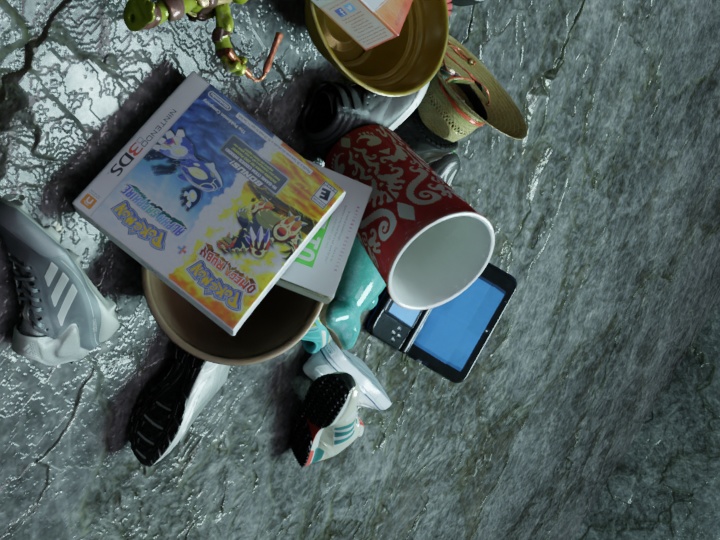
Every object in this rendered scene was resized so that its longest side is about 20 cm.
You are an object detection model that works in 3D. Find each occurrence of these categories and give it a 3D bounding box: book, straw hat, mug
[{"bbox_3d":[-0.102,-0.064,0.889,0.048,0.199,0.134,138,-28,-76],"label":"book"},{"bbox_3d":[0.124,-0.223,1.127,0.085,0.201,0.201,-42,155,29],"label":"straw hat"},{"bbox_3d":[0.046,-0.055,0.987,0.133,0.200,0.178,-22,139,-15],"label":"mug"}]

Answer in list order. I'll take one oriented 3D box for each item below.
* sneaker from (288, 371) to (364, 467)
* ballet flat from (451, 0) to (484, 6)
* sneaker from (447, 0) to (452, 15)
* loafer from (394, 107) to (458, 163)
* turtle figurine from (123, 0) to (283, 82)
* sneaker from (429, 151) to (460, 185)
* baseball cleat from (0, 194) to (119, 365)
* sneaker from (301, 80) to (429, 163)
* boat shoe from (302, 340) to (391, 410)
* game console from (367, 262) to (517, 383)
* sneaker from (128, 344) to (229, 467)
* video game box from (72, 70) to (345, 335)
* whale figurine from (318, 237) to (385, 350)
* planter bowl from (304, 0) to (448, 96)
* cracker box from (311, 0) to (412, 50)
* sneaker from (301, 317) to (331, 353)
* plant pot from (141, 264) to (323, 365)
[{"bbox_3d":[-0.032,0.208,1.220,0.093,0.070,0.200,-6,140,-35],"label":"sneaker"},{"bbox_3d":[0.119,-0.409,1.051,0.068,0.068,0.200,-57,145,-10],"label":"ballet flat"},{"bbox_3d":[0.058,-0.360,0.999,0.082,0.078,0.200,-44,141,-23],"label":"sneaker"},{"bbox_3d":[0.060,-0.171,1.147,0.071,0.073,0.200,-38,168,37],"label":"loafer"},{"bbox_3d":[-0.155,-0.276,0.792,0.161,0.064,0.201,-18,107,-49],"label":"turtle figurine"},{"bbox_3d":[0.104,-0.080,1.238,0.077,0.084,0.201,15,100,-55],"label":"sneaker"},{"bbox_3d":[-0.301,0.025,0.800,0.107,0.070,0.200,-48,142,-20],"label":"baseball cleat"},{"bbox_3d":[0.008,-0.213,1.017,0.200,0.071,0.099,-51,145,4],"label":"sneaker"},{"bbox_3d":[-0.023,0.165,1.267,0.067,0.074,0.200,-37,136,4],"label":"boat shoe"},{"bbox_3d":[0.132,0.053,1.334,0.200,0.118,0.171,-61,146,-4],"label":"game console"},{"bbox_3d":[-0.203,0.145,1.007,0.201,0.074,0.079,-60,150,-4],"label":"sneaker"},{"bbox_3d":[-0.147,-0.068,0.838,0.182,0.200,0.047,-52,180,-13],"label":"video game box"},{"bbox_3d":[0.000,0.000,1.082,0.159,0.103,0.201,61,29,-45],"label":"whale figurine"},{"bbox_3d":[0.000,-0.285,0.940,0.200,0.083,0.201,3,86,-38],"label":"planter bowl"},{"bbox_3d":[-0.025,-0.336,0.831,0.200,0.058,0.134,35,64,-31],"label":"cracker box"},{"bbox_3d":[-0.087,0.059,1.100,0.080,0.077,0.200,-49,144,0],"label":"sneaker"},{"bbox_3d":[-0.141,0.006,0.938,0.201,0.201,0.093,-51,-174,-16],"label":"plant pot"}]
